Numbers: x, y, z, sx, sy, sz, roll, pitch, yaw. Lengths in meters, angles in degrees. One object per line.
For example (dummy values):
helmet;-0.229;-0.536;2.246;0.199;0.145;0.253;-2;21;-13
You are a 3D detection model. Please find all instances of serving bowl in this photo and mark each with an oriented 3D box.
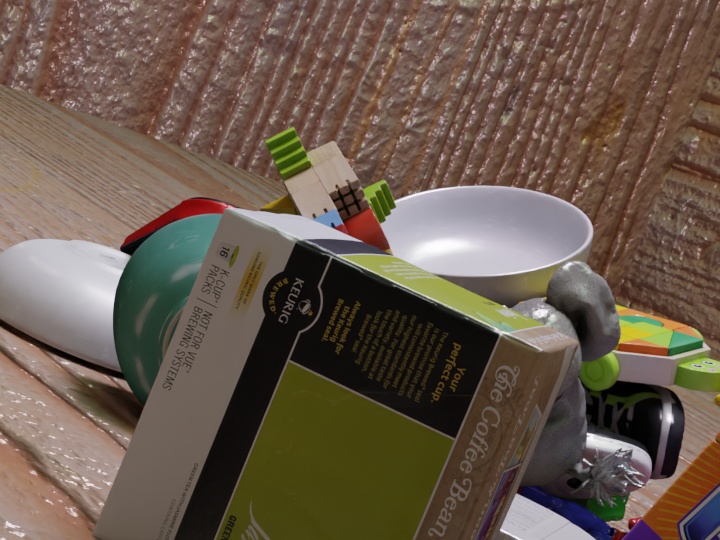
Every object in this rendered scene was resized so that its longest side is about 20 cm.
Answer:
serving bowl;0.101;-0.007;1.610;0.198;0.066;0.200;-1;24;0
serving bowl;-0.209;0.022;1.517;0.199;0.066;0.200;22;6;-3

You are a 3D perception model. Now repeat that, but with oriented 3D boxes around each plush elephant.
plush elephant;0.105;0.078;1.320;0.199;0.156;0.165;16;45;31

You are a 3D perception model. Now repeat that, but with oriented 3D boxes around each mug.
mug;-0.088;0.042;1.349;0.183;0.153;0.114;-7;14;-6

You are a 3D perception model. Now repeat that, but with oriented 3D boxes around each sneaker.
sneaker;0.191;0.114;1.489;0.082;0.072;0.200;4;13;-17
sneaker;0.131;0.110;1.447;0.198;0.112;0.073;3;-40;15

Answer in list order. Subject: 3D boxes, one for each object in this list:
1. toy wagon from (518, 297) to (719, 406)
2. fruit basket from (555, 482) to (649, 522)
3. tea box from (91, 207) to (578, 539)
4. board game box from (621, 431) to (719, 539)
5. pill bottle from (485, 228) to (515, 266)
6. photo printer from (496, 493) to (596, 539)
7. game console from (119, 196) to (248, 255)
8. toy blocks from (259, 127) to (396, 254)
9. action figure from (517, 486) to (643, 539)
toy wagon;0.216;0.063;1.471;0.199;0.040;0.155;16;15;36
fruit basket;0.124;0.163;1.561;0.199;0.095;0.185;8;-1;26
tea box;-0.010;0.094;1.041;0.196;0.201;0.134;25;6;15
board game box;0.332;0.179;1.288;0.200;0.200;0.200;44;12;14
pill bottle;0.099;0.056;1.755;0.114;0.114;0.201;26;-33;29
photo printer;0.070;0.177;1.191;0.165;0.070;0.200;24;3;13
game console;-0.087;-0.001;1.559;0.199;0.031;0.177;22;-22;-22
toy blocks;0.000;0.000;1.411;0.137;0.099;0.201;-119;-175;-59
action figure;0.174;0.205;1.382;0.199;0.066;0.099;21;0;-9
